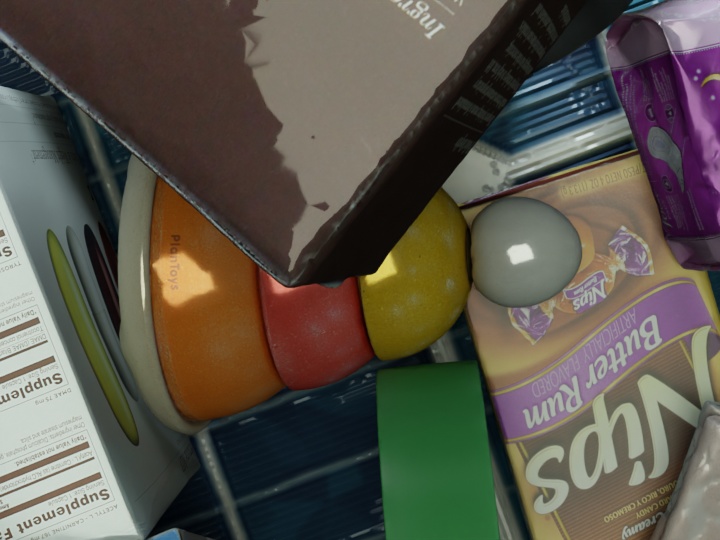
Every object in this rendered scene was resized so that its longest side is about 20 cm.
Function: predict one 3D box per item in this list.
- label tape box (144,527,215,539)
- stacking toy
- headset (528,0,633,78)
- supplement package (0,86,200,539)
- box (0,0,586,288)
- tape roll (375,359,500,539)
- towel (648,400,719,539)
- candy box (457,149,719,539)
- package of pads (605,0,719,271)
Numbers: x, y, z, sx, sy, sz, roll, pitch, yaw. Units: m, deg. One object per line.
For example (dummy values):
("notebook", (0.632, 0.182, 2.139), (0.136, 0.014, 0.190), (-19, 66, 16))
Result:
("label tape box", (-0.114, 0.180, 0.822), (0.143, 0.200, 0.064), (-24, 76, 2))
("stacking toy", (0.000, 0.000, 0.810), (0.198, 0.146, 0.148), (-1, 93, 11))
("headset", (0.040, -0.097, 0.840), (0.198, 0.124, 0.094), (-20, 116, 16))
("supplement package", (-0.182, 0.037, 0.807), (0.146, 0.191, 0.202), (-21, 93, 3))
("box", (-0.009, -0.122, 0.678), (0.164, 0.166, 0.200), (40, 97, 6))
("tape roll", (0.040, 0.142, 0.803), (0.048, 0.200, 0.203), (-6, 93, 2))
("towel", (0.216, 0.167, 0.846), (0.198, 0.032, 0.193), (14, 108, -11))
("candy box", (0.119, 0.052, 0.869), (0.116, 0.056, 0.202), (-17, 94, 1))
("package of pads", (0.221, -0.088, 0.815), (0.198, 0.076, 0.122), (-20, 94, -10))
